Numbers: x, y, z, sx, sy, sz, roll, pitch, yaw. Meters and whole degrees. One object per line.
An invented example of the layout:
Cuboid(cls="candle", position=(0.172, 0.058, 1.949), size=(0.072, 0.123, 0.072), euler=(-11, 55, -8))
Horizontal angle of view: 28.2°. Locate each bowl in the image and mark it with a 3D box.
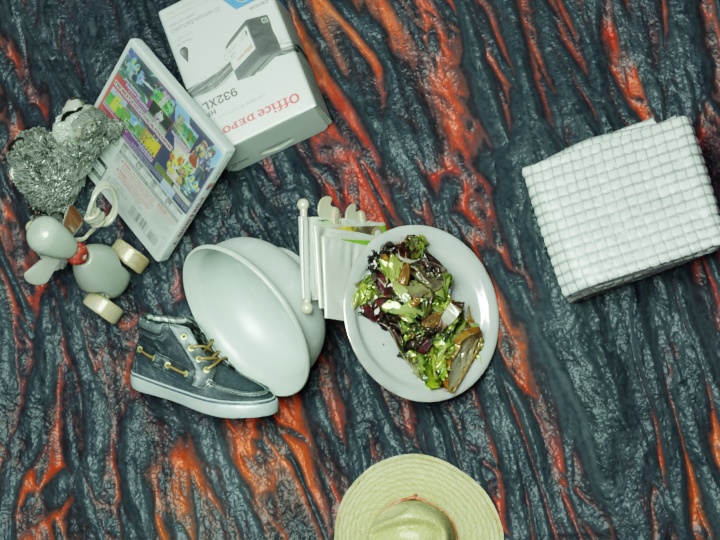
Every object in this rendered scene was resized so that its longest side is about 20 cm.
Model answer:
Cuboid(cls="bowl", position=(-0.106, 0.037, 1.654), size=(0.201, 0.202, 0.090), euler=(41, 56, 16))

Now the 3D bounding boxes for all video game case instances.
Cuboid(cls="video game case", position=(-0.255, -0.145, 1.736), size=(0.200, 0.023, 0.183), euler=(49, 121, 21))

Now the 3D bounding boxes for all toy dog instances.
Cuboid(cls="toy dog", position=(-0.338, -0.022, 1.710), size=(0.096, 0.201, 0.132), euler=(25, 60, 32))

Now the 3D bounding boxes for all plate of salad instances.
Cuboid(cls="plate of salad", position=(0.075, 0.046, 1.617), size=(0.197, 0.048, 0.203), euler=(5, 78, -23))

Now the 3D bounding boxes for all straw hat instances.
Cuboid(cls="straw hat", position=(0.057, 0.298, 1.600), size=(0.198, 0.085, 0.204), euler=(-2, 80, 12))

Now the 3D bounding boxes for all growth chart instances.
Cuboid(cls="growth chart", position=(0.000, 0.000, 1.628), size=(0.018, 0.199, 0.147), euler=(-11, 69, 44))

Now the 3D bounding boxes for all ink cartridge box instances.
Cuboid(cls="ink cartridge box", position=(-0.140, -0.245, 1.744), size=(0.144, 0.084, 0.202), euler=(-24, 76, 7))

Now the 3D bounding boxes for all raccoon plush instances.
Cuboid(cls="raccoon plush", position=(-0.340, -0.109, 1.752), size=(0.132, 0.097, 0.203), euler=(-5, 111, 27))

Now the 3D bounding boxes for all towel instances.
Cuboid(cls="towel", position=(0.299, -0.070, 1.617), size=(0.198, 0.086, 0.168), euler=(-19, 75, 10))

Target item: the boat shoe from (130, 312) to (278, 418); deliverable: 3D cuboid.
Cuboid(cls="boat shoe", position=(-0.184, 0.110, 1.674), size=(0.198, 0.071, 0.092), euler=(11, 104, 25))
